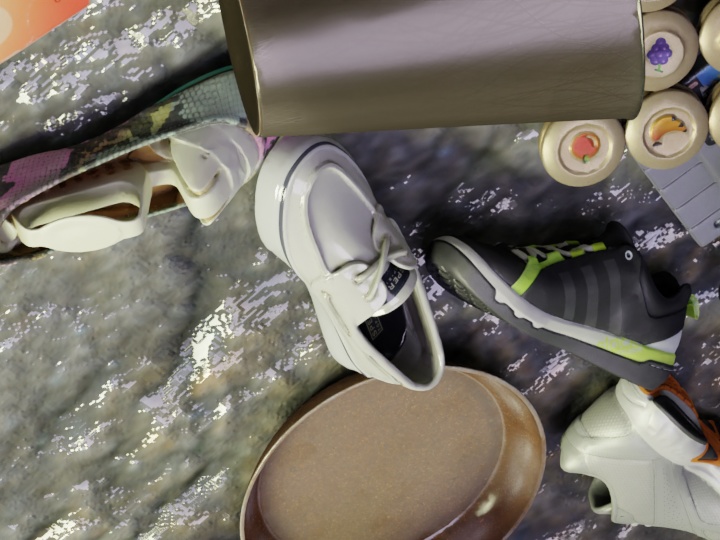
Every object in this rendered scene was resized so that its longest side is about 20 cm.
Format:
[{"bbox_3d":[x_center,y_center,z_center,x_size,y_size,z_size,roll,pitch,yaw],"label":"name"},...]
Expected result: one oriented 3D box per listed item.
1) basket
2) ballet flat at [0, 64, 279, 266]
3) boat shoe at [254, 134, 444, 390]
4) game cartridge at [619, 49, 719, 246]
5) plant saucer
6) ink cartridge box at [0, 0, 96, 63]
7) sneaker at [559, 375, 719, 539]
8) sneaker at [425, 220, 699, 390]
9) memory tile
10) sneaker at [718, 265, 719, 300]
[{"bbox_3d":[0.031,-0.143,1.473,0.199,0.136,0.182,-13,109,-7],"label":"basket"},{"bbox_3d":[-0.117,-0.047,1.529,0.199,0.071,0.069,-21,132,-7],"label":"ballet flat"},{"bbox_3d":[0.000,0.000,1.606,0.072,0.066,0.201,-46,142,-23],"label":"boat shoe"},{"bbox_3d":[0.249,-0.111,1.666,0.200,0.038,0.130,-36,137,8],"label":"game cartridge"},{"bbox_3d":[0.017,0.127,1.761,0.199,0.035,0.201,-12,131,-14],"label":"plant saucer"},{"bbox_3d":[-0.187,-0.199,1.386,0.162,0.050,0.200,-32,137,4],"label":"ink cartridge box"},{"bbox_3d":[0.199,0.137,1.834,0.092,0.076,0.200,-34,126,17],"label":"sneaker"},{"bbox_3d":[0.122,0.002,1.696,0.199,0.072,0.083,25,91,-38],"label":"sneaker"},{"bbox_3d":[0.190,-0.129,1.600,0.199,0.017,0.154,-12,120,-6],"label":"memory tile"},{"bbox_3d":[0.256,0.004,1.710,0.090,0.079,0.200,-26,155,12],"label":"sneaker"}]
